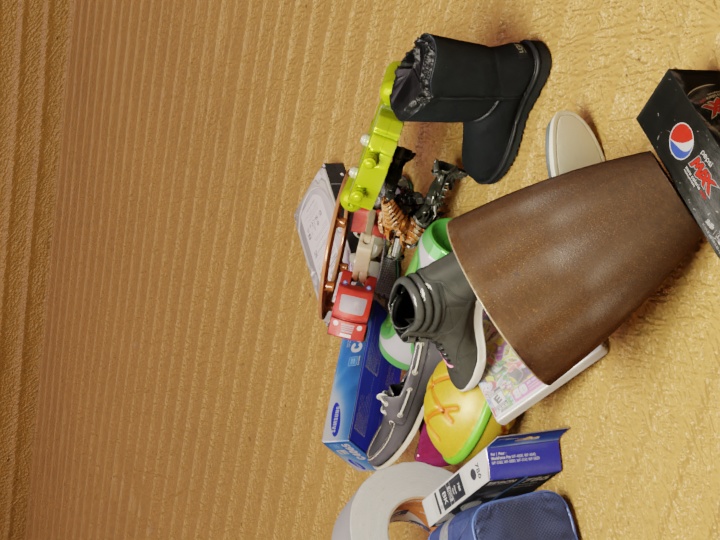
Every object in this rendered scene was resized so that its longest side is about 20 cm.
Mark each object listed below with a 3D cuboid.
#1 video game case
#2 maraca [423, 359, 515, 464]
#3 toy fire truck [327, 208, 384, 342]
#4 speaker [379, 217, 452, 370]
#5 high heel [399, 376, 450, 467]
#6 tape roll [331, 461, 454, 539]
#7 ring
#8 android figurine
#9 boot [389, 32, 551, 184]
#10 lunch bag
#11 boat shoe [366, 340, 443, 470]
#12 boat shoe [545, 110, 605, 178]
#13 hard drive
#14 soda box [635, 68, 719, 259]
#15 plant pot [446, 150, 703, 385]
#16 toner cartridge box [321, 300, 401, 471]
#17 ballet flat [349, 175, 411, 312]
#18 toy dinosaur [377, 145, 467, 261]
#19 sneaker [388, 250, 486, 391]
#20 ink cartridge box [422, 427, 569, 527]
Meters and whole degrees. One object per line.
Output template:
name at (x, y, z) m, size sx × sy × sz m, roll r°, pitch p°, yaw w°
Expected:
video game case at (0.171, 0.052, 1.509) m, size 0.143 × 0.018 × 0.200 m, roll -38°, pitch 51°, yaw 17°
maraca at (0.137, 0.129, 1.578) m, size 0.137 × 0.107 × 0.200 m, roll -156°, pitch 87°, yaw -75°
toy fire truck at (0.000, 0.000, 1.701) m, size 0.200 × 0.049 × 0.141 m, roll -78°, pitch 0°, yaw -78°
speaker at (0.087, 0.032, 1.686) m, size 0.089 × 0.088 × 0.200 m, roll 64°, pitch 145°, yaw 39°
high heel at (0.072, 0.183, 1.715) m, size 0.200 × 0.096 × 0.068 m, roll 33°, pitch 122°, yaw 58°
tape roll at (0.069, 0.330, 1.619) m, size 0.066 × 0.200 × 0.201 m, roll -58°, pitch 43°, yaw 48°
ring at (-0.026, -0.033, 1.784) m, size 0.200 × 0.019 × 0.201 m, roll 12°, pitch -90°, yaw -85°
android figurine at (0.020, -0.150, 1.601) m, size 0.200 × 0.041 × 0.182 m, roll -73°, pitch 3°, yaw -54°
boot at (0.106, -0.181, 1.538) m, size 0.076 × 0.168 × 0.200 m, roll 65°, pitch 146°, yaw 38°
lunch bag at (0.166, 0.355, 1.497) m, size 0.132 × 0.136 × 0.200 m, roll -44°, pitch 55°, yaw 57°
boat shoe at (0.050, 0.152, 1.667) m, size 0.200 × 0.063 × 0.073 m, roll -60°, pitch 16°, yaw 15°
boat shoe at (0.221, -0.066, 1.426) m, size 0.062 × 0.073 × 0.200 m, roll -25°, pitch 75°, yaw 57°
hard drive at (-0.039, -0.037, 1.987) m, size 0.140 × 0.038 × 0.200 m, roll -55°, pitch 45°, yaw 51°
soda box at (0.327, -0.089, 1.220) m, size 0.071 × 0.063 × 0.200 m, roll -62°, pitch 40°, yaw 44°
plant pot at (0.215, -0.022, 1.299) m, size 0.200 × 0.187 × 0.187 m, roll -33°, pitch 53°, yaw 13°
toner cartridge box at (0.008, 0.148, 1.761) m, size 0.043 × 0.095 × 0.200 m, roll -8°, pitch 55°, yaw 31°
ballet flat at (0.020, -0.034, 1.834) m, size 0.072 × 0.072 × 0.201 m, roll 41°, pitch 128°, yaw 56°
toy dinosaur at (0.065, -0.075, 1.667) m, size 0.200 × 0.102 × 0.136 m, roll -127°, pitch 57°, yaw -84°
sneaker at (0.078, 0.062, 1.449) m, size 0.200 × 0.099 × 0.071 m, roll 87°, pitch 159°, yaw -43°
ink cartridge box at (0.155, 0.238, 1.550) m, size 0.200 × 0.099 × 0.039 m, roll -54°, pitch 45°, yaw 53°
